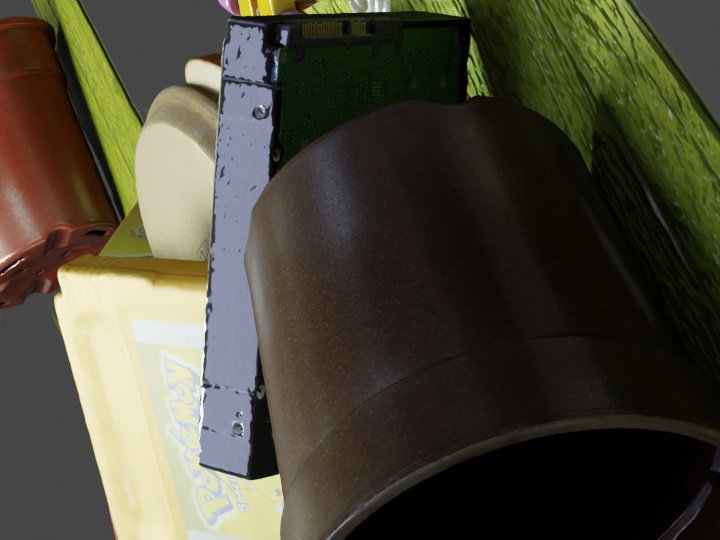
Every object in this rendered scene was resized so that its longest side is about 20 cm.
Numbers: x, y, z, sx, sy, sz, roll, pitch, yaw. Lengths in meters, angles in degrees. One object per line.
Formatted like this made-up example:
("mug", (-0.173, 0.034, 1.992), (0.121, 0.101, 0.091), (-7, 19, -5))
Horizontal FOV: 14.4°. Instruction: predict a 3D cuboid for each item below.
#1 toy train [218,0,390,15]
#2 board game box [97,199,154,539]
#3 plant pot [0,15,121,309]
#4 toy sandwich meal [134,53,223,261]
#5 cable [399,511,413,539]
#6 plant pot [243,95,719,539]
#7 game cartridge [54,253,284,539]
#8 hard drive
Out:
("toy train", (-0.009, -0.126, 1.426), (0.150, 0.056, 0.200), (54, 157, 22))
("board game box", (-0.108, 0.052, 1.587), (0.200, 0.040, 0.153), (-65, -34, -69))
("plant pot", (-0.312, -0.084, 2.456), (0.195, 0.201, 0.201), (61, 164, 14))
("toy sandwich meal", (-0.048, -0.021, 1.452), (0.205, 0.070, 0.205), (48, 152, 37))
("cable", (0.044, 0.077, 1.251), (0.200, 0.050, 0.097), (-66, -19, -55))
("plant pot", (0.044, 0.049, 1.130), (0.200, 0.200, 0.198), (89, 167, -49))
("game cartridge", (-0.065, 0.081, 1.413), (0.200, 0.032, 0.176), (3, 114, 42))
("hard drive", (-0.011, -0.015, 1.268), (0.038, 0.140, 0.200), (13, 104, 37))
